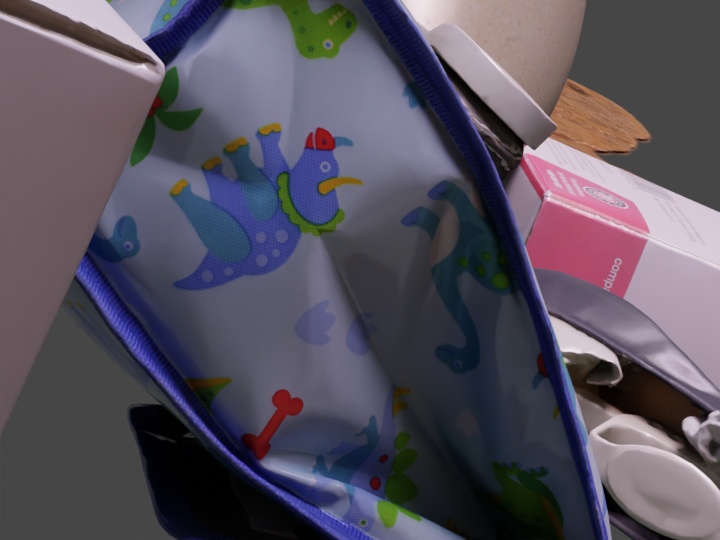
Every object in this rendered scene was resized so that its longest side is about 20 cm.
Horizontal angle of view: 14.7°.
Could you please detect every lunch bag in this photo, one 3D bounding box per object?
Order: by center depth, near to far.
[{"bbox_3d":[-0.012,0.008,0.748,0.200,0.127,0.170,53,-1,-14],"label":"lunch bag"}]

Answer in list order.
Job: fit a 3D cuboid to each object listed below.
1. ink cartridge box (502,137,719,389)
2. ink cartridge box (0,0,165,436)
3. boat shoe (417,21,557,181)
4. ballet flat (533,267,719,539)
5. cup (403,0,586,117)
[{"bbox_3d":[0.140,0.025,1.141,0.199,0.083,0.147,22,11,-9],"label":"ink cartridge box"},{"bbox_3d":[-0.156,-0.033,0.616,0.144,0.146,0.200,20,12,-25],"label":"ink cartridge box"},{"bbox_3d":[0.027,-0.055,1.079,0.072,0.060,0.202,44,0,-5],"label":"boat shoe"},{"bbox_3d":[0.086,0.053,0.940,0.200,0.073,0.073,36,16,38],"label":"ballet flat"},{"bbox_3d":[0.014,-0.102,1.265,0.200,0.200,0.144,20,38,-22],"label":"cup"}]
